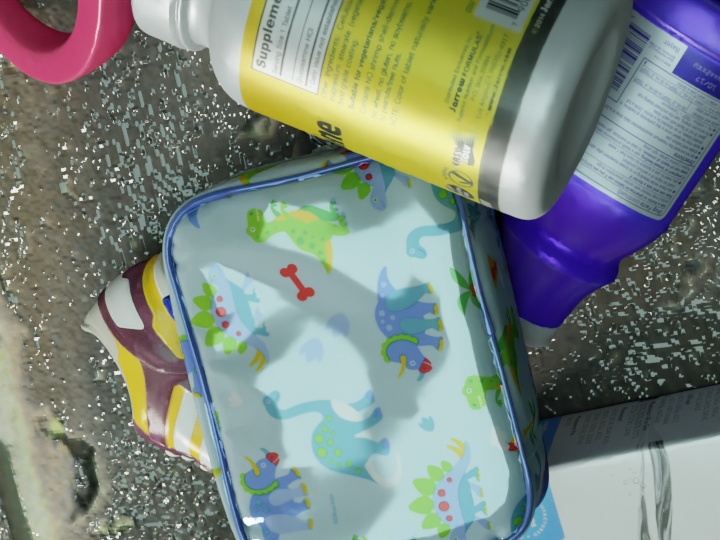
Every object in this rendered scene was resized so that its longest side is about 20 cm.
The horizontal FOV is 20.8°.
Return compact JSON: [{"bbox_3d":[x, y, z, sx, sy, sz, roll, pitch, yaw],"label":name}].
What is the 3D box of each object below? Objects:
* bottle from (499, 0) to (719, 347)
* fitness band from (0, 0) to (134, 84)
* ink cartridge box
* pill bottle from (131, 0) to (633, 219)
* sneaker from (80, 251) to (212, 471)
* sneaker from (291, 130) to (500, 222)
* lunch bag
[{"bbox_3d":[0.122,-0.053,0.952,0.083,0.065,0.201,32,115,3],"label":"bottle"},{"bbox_3d":[-0.165,-0.183,0.957,0.143,0.037,0.201,33,140,21],"label":"fitness band"},{"bbox_3d":[0.171,0.126,1.003,0.199,0.067,0.117,-14,105,20],"label":"ink cartridge box"},{"bbox_3d":[0.007,-0.108,0.848,0.199,0.112,0.113,23,114,13],"label":"pill bottle"},{"bbox_3d":[-0.067,0.081,1.057,0.090,0.075,0.201,-31,94,33],"label":"sneaker"},{"bbox_3d":[0.000,0.000,1.008,0.106,0.075,0.201,26,105,10],"label":"sneaker"},{"bbox_3d":[-0.003,0.041,0.933,0.160,0.082,0.201,-13,96,14],"label":"lunch bag"}]
